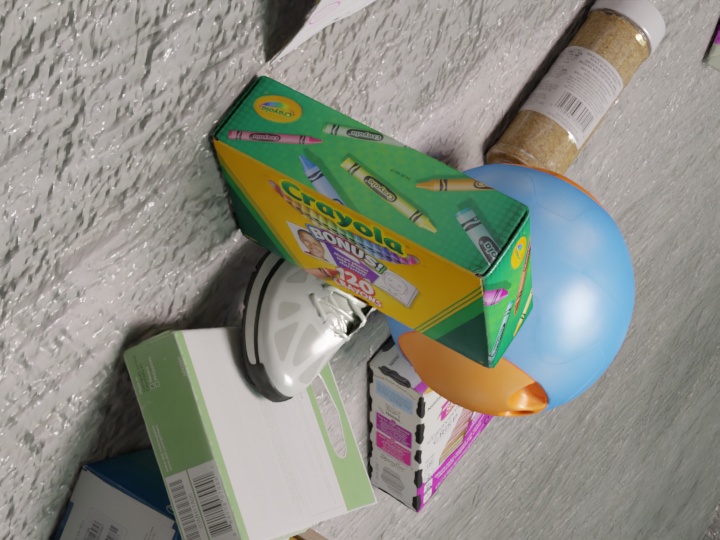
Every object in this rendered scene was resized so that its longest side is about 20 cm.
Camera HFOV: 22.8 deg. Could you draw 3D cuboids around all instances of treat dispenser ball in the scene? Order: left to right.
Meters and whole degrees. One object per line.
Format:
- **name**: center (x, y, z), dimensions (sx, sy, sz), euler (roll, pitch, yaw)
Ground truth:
- **treat dispenser ball**: center (0.117, 0.015, 1.418), dimensions (0.201, 0.200, 0.201), euler (-48, 156, -31)

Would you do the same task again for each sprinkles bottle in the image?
- **sprinkles bottle**: center (0.189, -0.155, 1.559), dimensions (0.200, 0.068, 0.068), euler (-53, 158, -19)

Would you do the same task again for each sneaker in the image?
- **sneaker**: center (0.000, 0.000, 1.198), dimensions (0.076, 0.115, 0.201), euler (52, 46, -31)

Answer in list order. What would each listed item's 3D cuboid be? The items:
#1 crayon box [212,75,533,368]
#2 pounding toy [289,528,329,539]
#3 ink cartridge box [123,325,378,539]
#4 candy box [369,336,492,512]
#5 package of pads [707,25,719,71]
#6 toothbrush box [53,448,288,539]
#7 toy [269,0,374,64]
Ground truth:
- **crayon box**: center (0.010, -0.030, 1.116), dimensions (0.058, 0.199, 0.119), euler (-53, 158, -22)
- **pounding toy**: center (-0.051, 0.306, 1.418), dimensions (0.200, 0.184, 0.143), euler (-37, 148, -47)
- **ink cartridge box**: center (-0.069, 0.109, 1.197), dimensions (0.048, 0.146, 0.200), euler (-22, 172, 22)
- **candy box**: center (0.069, 0.110, 1.623), dimensions (0.136, 0.061, 0.200), euler (-48, 155, -29)
- **package of pads**: center (0.474, -0.321, 2.009), dimensions (0.154, 0.068, 0.201), euler (-27, 141, -56)
- **toothbrush box**: center (-0.132, 0.202, 1.238), dimensions (0.200, 0.085, 0.147), euler (-6, 121, -64)
- **toy**: center (0.012, -0.206, 1.061), dimensions (0.115, 0.047, 0.200), euler (-35, 179, -32)
